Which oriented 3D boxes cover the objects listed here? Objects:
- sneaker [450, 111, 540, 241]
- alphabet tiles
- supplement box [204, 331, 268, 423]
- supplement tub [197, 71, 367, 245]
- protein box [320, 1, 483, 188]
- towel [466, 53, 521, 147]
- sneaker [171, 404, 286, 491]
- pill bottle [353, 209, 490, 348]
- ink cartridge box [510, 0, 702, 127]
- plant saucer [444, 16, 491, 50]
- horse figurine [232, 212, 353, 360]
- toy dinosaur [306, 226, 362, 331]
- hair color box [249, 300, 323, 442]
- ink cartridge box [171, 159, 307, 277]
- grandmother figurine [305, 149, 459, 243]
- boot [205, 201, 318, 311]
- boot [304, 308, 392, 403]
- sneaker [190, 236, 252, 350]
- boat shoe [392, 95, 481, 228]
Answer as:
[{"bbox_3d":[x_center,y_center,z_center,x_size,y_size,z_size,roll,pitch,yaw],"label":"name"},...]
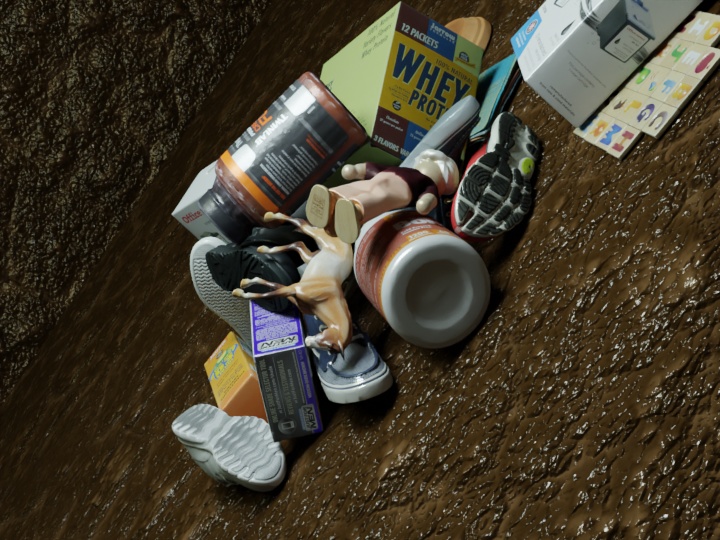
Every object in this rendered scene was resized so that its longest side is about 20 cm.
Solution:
[{"bbox_3d":[0.138,-0.084,1.319,0.085,0.077,0.201,-50,6,42],"label":"sneaker"},{"bbox_3d":[0.287,-0.189,1.228,0.167,0.006,0.200,-51,18,7],"label":"alphabet tiles"},{"bbox_3d":[-0.151,0.146,1.588,0.067,0.069,0.200,-50,16,1],"label":"supplement box"},{"bbox_3d":[-0.094,-0.123,1.416,0.200,0.107,0.107,-44,19,3],"label":"supplement tub"},{"bbox_3d":[0.034,-0.187,1.563,0.198,0.133,0.203,-27,45,55],"label":"protein box"},{"bbox_3d":[0.132,-0.196,1.597,0.199,0.022,0.148,-26,33,57],"label":"towel"},{"bbox_3d":[-0.141,0.216,1.443,0.074,0.083,0.199,-37,30,-22],"label":"sneaker"},{"bbox_3d":[0.054,0.000,1.281,0.113,0.112,0.200,-51,19,3],"label":"pill bottle"},{"bbox_3d":[0.260,-0.269,1.298,0.200,0.085,0.147,-48,18,21],"label":"ink cartridge box"},{"bbox_3d":[0.110,-0.293,1.800,0.200,0.037,0.201,-45,20,21],"label":"plant saucer"},{"bbox_3d":[-0.056,0.001,1.334,0.201,0.130,0.050,-72,-7,-50],"label":"horse figurine"},{"bbox_3d":[0.000,0.000,1.527,0.107,0.060,0.201,-61,3,27],"label":"toy dinosaur"},{"bbox_3d":[-0.088,0.099,1.437,0.064,0.111,0.201,-11,23,-1],"label":"hair color box"},{"bbox_3d":[-0.146,-0.059,1.728,0.145,0.200,0.085,-22,30,55],"label":"ink cartridge box"},{"bbox_3d":[0.031,-0.082,1.276,0.199,0.121,0.061,-20,-42,-45],"label":"grandmother figurine"},{"bbox_3d":[-0.077,-0.030,1.480,0.167,0.077,0.199,-31,20,-24],"label":"boot"},{"bbox_3d":[-0.025,0.077,1.336,0.072,0.092,0.200,-21,13,-13],"label":"boot"},{"bbox_3d":[-0.156,0.009,1.629,0.073,0.202,0.119,-18,37,20],"label":"sneaker"},{"bbox_3d":[0.093,-0.107,1.394,0.200,0.091,0.071,-46,4,42],"label":"boat shoe"}]
